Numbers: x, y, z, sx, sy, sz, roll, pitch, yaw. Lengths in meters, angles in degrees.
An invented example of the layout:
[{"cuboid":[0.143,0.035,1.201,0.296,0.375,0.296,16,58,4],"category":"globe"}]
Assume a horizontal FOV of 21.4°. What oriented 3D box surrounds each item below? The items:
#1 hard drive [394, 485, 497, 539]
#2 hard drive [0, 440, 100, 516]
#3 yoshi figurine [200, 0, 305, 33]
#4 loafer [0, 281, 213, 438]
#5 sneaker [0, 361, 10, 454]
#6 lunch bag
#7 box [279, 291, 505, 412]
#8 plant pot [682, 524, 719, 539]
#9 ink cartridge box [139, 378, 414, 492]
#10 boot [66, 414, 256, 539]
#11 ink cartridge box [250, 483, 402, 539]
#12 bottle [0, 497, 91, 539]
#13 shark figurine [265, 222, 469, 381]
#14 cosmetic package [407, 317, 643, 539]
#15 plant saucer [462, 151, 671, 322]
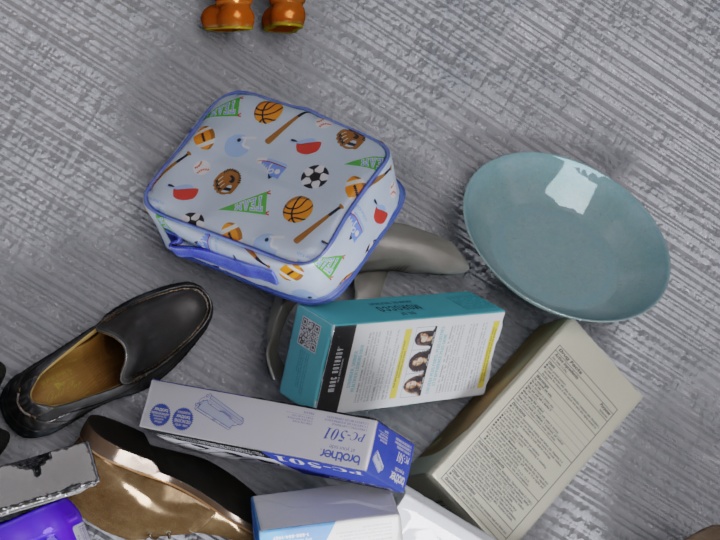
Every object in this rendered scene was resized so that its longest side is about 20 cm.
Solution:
[{"cuboid":[0.083,0.283,1.610,0.200,0.027,0.132,32,106,-11],"category":"hard drive"},{"cuboid":[-0.286,0.171,1.438,0.139,0.200,0.038,-15,87,-23],"category":"hard drive"},{"cuboid":[-0.100,-0.310,1.673,0.112,0.112,0.200,1,94,20],"category":"yoshi figurine"},{"cuboid":[-0.199,0.071,1.558,0.200,0.072,0.073,-36,92,-23],"category":"loafer"},{"cuboid":[-0.330,0.073,1.512,0.087,0.074,0.200,0,65,-43],"category":"sneaker"},{"cuboid":[-0.076,-0.059,1.581,0.200,0.076,0.160,19,63,29],"category":"lunch bag"},{"cuboid":[0.029,0.068,1.603,0.200,0.049,0.082,-3,113,-42],"category":"box"},{"cuboid":[0.316,0.323,1.655,0.200,0.200,0.175,-25,70,-23],"category":"plant pot"},{"cuboid":[-0.066,0.133,1.526,0.200,0.094,0.044,8,76,23],"category":"ink cartridge box"},{"cuboid":[-0.154,0.193,1.567,0.200,0.074,0.076,28,101,-18],"category":"boot"},{"cuboid":[-0.023,0.279,1.549,0.116,0.067,0.200,-6,110,-8],"category":"ink cartridge box"},{"cuboid":[-0.228,0.284,1.501,0.083,0.065,0.200,-24,88,21],"category":"bottle"},{"cuboid":[-0.022,0.000,1.626,0.214,0.090,0.128,-35,79,-18],"category":"shark figurine"},{"cuboid":[0.142,0.146,1.669,0.200,0.071,0.105,-44,98,-22],"category":"cosmetic package"},{"cuboid":[0.179,-0.021,1.707,0.201,0.039,0.201,13,45,-13],"category":"plant saucer"}]
